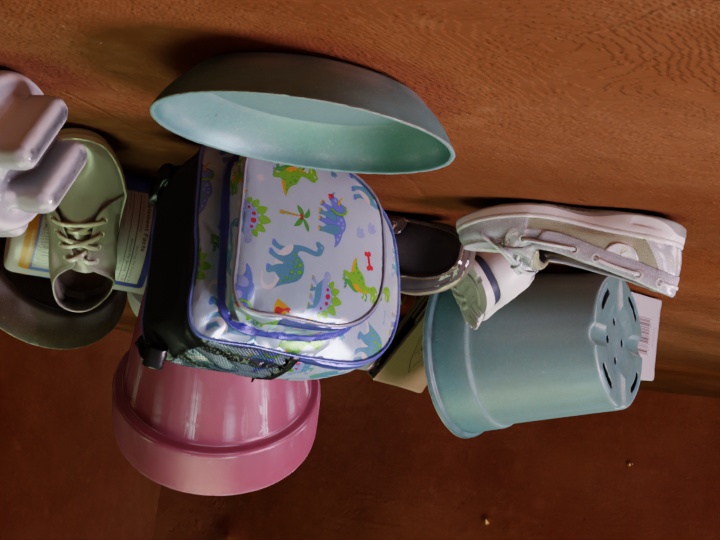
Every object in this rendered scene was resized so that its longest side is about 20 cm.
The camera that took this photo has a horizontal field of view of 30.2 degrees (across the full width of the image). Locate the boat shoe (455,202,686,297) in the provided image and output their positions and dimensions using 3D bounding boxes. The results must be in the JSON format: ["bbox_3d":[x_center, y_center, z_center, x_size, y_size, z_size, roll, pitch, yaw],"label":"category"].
[{"bbox_3d":[0.177,-0.018,1.151,0.200,0.065,0.074,6,172,19],"label":"boat shoe"}]

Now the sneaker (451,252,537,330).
[{"bbox_3d":[0.136,0.008,1.358,0.080,0.077,0.200,-30,-179,-7],"label":"sneaker"}]

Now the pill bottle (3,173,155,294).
[{"bbox_3d":[-0.234,-0.038,1.283,0.198,0.113,0.112,10,172,-18],"label":"pill bottle"}]

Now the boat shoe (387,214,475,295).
[{"bbox_3d":[0.017,-0.019,1.295,0.199,0.075,0.073,2,170,37],"label":"boat shoe"}]

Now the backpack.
[{"bbox_3d":[-0.059,-0.003,1.076,0.199,0.185,0.147,15,157,-35],"label":"backpack"}]

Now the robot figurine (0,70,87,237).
[{"bbox_3d":[-0.299,-0.089,0.957,0.198,0.113,0.170,5,133,22],"label":"robot figurine"}]

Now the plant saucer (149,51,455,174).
[{"bbox_3d":[-0.035,-0.102,0.861,0.198,0.036,0.200,7,173,1],"label":"plant saucer"}]

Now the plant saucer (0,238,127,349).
[{"bbox_3d":[-0.315,-0.016,1.340,0.199,0.201,0.032,14,141,-39],"label":"plant saucer"}]

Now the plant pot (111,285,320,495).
[{"bbox_3d":[-0.131,0.074,1.226,0.198,0.180,0.201,4,-145,-3],"label":"plant pot"}]

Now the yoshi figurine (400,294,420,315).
[{"bbox_3d":[-0.024,0.017,1.650,0.199,0.113,0.112,-9,-160,25],"label":"yoshi figurine"}]

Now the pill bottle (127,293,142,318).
[{"bbox_3d":[-0.193,0.022,1.498,0.110,0.112,0.200,7,172,12],"label":"pill bottle"}]

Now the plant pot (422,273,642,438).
[{"bbox_3d":[0.202,0.084,1.500,0.195,0.202,0.200,-7,166,31],"label":"plant pot"}]

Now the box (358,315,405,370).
[{"bbox_3d":[-0.037,0.060,1.724,0.198,0.156,0.041,5,127,23],"label":"box"}]

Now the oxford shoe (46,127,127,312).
[{"bbox_3d":[-0.242,-0.038,1.160,0.075,0.058,0.201,2,135,-9],"label":"oxford shoe"}]

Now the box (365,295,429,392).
[{"bbox_3d":[0.089,0.077,1.656,0.021,0.164,0.200,38,-177,20],"label":"box"}]

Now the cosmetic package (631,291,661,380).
[{"bbox_3d":[0.267,0.078,1.652,0.071,0.102,0.199,14,172,-43],"label":"cosmetic package"}]
